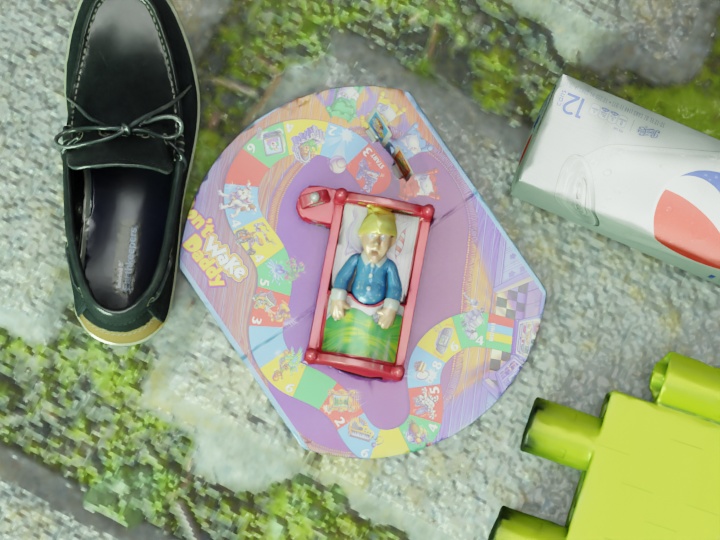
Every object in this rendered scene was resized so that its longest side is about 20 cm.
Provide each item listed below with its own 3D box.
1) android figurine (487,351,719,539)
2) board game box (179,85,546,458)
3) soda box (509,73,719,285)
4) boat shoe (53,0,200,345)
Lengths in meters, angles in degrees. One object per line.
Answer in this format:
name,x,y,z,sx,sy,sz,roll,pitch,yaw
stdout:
android figurine,0.172,0.141,1.479,0.199,0.041,0.183,20,84,2
board game box,0.000,0.000,1.486,0.158,0.039,0.201,-34,86,-5
soda box,0.182,-0.034,1.482,0.199,0.068,0.064,23,84,0
boat shoe,-0.124,-0.062,1.480,0.074,0.062,0.202,2,83,0
